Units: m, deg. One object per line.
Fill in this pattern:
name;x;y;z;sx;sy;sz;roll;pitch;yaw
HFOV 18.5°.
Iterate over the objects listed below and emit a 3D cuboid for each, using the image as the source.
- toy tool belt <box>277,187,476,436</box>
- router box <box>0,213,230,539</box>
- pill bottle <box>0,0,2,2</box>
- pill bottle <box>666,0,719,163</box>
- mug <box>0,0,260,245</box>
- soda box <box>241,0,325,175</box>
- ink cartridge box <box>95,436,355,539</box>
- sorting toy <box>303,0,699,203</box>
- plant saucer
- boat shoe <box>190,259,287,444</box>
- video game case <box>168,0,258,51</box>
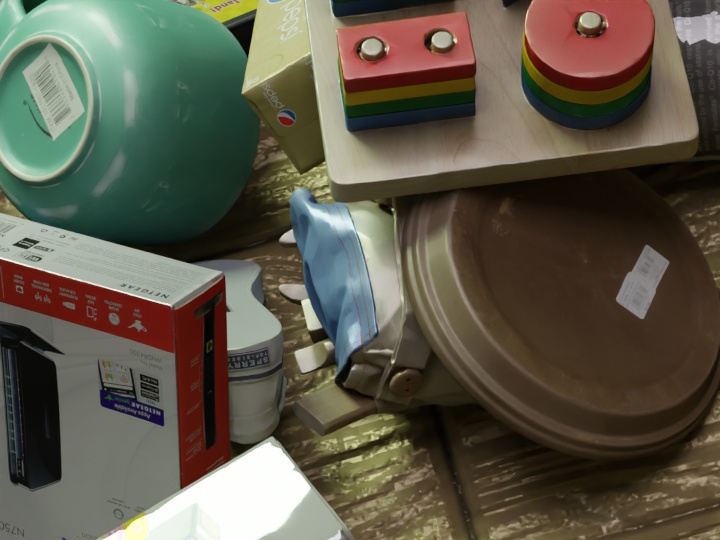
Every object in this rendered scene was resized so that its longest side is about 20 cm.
toy tool belt;0.000;0.000;1.247;0.123;0.125;0.200;-16;51;-6
router box;-0.164;0.068;1.189;0.200;0.180;0.049;14;29;27
pill bottle;-0.295;-0.132;1.463;0.112;0.113;0.200;-2;47;14
pill bottle;0.192;-0.121;1.314;0.200;0.114;0.114;-3;47;12
mug;-0.166;-0.095;1.340;0.185;0.114;0.152;13;96;36
soda box;-0.021;-0.139;1.334;0.068;0.064;0.200;-29;24;17
ink cartridge box;-0.089;0.196;1.072;0.200;0.145;0.088;-29;45;-11
sorting toy;0.069;-0.150;1.196;0.198;0.070;0.200;-7;59;-2
plant saucer;0.116;0.008;1.194;0.200;0.029;0.200;15;53;-21
boat shoe;-0.077;0.043;1.256;0.072;0.066;0.200;-10;17;-14
video game case;-0.108;-0.199;1.490;0.181;0.026;0.200;26;38;34
